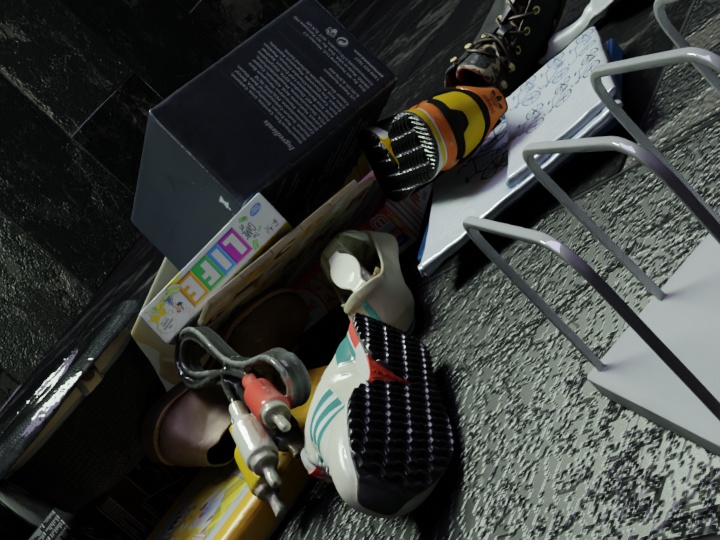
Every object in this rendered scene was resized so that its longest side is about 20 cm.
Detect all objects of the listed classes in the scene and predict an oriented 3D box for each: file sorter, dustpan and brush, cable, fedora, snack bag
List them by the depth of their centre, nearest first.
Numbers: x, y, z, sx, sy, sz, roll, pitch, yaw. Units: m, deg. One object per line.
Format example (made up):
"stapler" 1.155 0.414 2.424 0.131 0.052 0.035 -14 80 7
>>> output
"file sorter" 0.158 -0.045 0.486 0.200 0.124 0.139 -48 13 -4
"cable" -0.092 0.078 0.796 0.200 0.050 0.098 36 126 46
"snack bag" 0.119 -0.098 0.889 0.200 0.021 0.189 -42 15 23
"fedora" -0.216 0.121 0.902 0.200 0.092 0.201 -44 11 11
"dustpan and brush" 0.230 -0.259 1.029 0.199 0.058 0.140 -30 10 35

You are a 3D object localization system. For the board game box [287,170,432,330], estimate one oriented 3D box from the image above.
"board game box" -0.016 -0.024 1.111 0.200 0.046 0.152 -40 16 28

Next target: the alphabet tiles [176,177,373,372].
"alphabet tiles" -0.069 0.000 0.957 0.200 0.008 0.167 -41 -7 -28

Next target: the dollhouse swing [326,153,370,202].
"dollhouse swing" -0.114 -0.110 1.262 0.199 0.177 0.181 -34 2 -41

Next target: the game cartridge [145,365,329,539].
"game cartridge" -0.087 0.157 0.859 0.201 0.032 0.176 -55 15 -25

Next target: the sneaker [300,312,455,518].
"sneaker" 0.003 0.107 0.690 0.200 0.070 0.094 -93 28 -67

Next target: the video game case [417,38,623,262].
"video game case" 0.131 -0.095 0.925 0.200 0.018 0.144 -39 17 31

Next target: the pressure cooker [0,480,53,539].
"pressure cooker" -0.392 0.271 1.158 0.200 0.178 0.176 -49 11 -7

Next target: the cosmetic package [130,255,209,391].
"cosmetic package" -0.169 0.041 1.166 0.201 0.104 0.071 -61 6 33

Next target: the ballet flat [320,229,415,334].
"ballet flat" 0.000 0.000 0.919 0.069 0.069 0.200 -45 19 6

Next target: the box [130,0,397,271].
"box" -0.092 -0.107 1.026 0.200 0.117 0.197 -43 -7 -28

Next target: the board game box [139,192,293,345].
"board game box" -0.108 0.009 0.977 0.134 0.034 0.200 -45 -7 -1

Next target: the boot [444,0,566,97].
"boot" 0.142 -0.233 1.063 0.151 0.073 0.201 -57 -9 -24

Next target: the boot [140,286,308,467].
"boot" -0.086 0.088 0.916 0.075 0.074 0.200 5 38 34

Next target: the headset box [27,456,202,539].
"headset box" -0.197 0.195 0.992 0.201 0.077 0.149 -51 15 -18

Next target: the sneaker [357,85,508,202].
"sneaker" 0.062 -0.111 0.953 0.089 0.071 0.200 -27 5 -12
